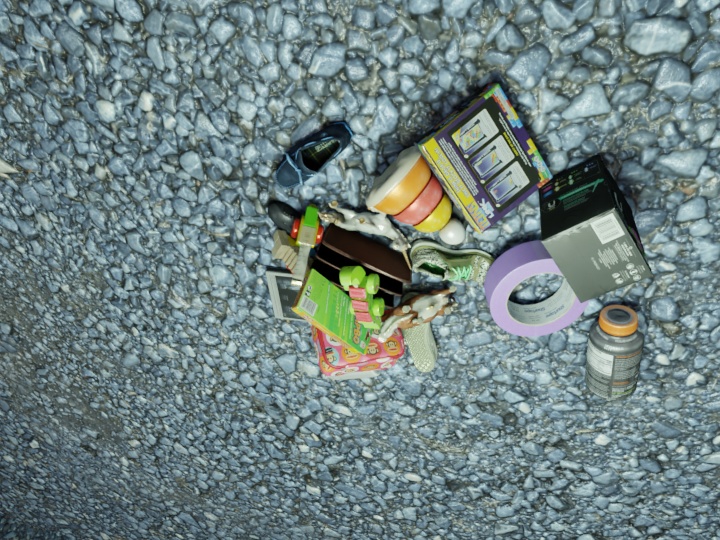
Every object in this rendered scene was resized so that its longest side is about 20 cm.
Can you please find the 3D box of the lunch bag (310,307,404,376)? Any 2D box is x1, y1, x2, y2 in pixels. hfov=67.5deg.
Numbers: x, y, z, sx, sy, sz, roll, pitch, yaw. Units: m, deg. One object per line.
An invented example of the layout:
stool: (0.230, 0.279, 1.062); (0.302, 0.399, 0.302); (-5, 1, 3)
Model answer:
lunch bag: (-0.010, 0.140, 1.225); (0.198, 0.177, 0.082); (-5, 151, -21)

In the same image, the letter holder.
letter holder: (0.000, 0.000, 1.129); (0.199, 0.142, 0.101); (25, 111, -5)

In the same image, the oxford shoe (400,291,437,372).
oxford shoe: (0.139, 0.141, 1.270); (0.075, 0.058, 0.202); (-6, 109, 29)

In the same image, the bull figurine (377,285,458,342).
bull figurine: (0.123, 0.090, 1.160); (0.066, 0.199, 0.121); (63, 164, 1)

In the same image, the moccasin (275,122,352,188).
moccasin: (-0.105, -0.224, 1.060); (0.080, 0.068, 0.200); (44, 126, -16)

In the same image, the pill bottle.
pill bottle: (0.533, 0.170, 1.132); (0.105, 0.107, 0.201); (1, 126, 17)

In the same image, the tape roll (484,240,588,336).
tape roll: (0.354, 0.039, 1.086); (0.198, 0.066, 0.201); (0, 128, 0)

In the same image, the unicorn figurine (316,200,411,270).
unicorn figurine: (0.018, -0.092, 1.103); (0.199, 0.137, 0.074); (30, 90, 30)

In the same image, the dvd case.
dvd case: (-0.125, 0.065, 1.312); (0.198, 0.025, 0.151); (6, 128, 14)

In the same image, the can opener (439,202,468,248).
can opener: (0.192, -0.139, 1.054); (0.067, 0.053, 0.201); (41, 135, 27)

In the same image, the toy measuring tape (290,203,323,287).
toy measuring tape: (-0.118, -0.049, 1.126); (0.073, 0.202, 0.074); (7, 154, 4)

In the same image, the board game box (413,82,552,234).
board game box: (0.217, -0.193, 0.946); (0.165, 0.057, 0.200); (-37, 111, 4)

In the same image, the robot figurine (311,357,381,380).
robot figurine: (-0.018, 0.209, 1.328); (0.198, 0.114, 0.170); (-9, 157, 22)

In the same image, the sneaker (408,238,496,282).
sneaker: (0.193, 0.000, 1.122); (0.198, 0.089, 0.077); (11, 128, 8)

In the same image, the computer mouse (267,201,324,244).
computer mouse: (-0.122, -0.082, 1.195); (0.199, 0.034, 0.059); (34, 127, -10)

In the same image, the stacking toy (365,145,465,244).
stacking toy: (0.121, -0.119, 1.011); (0.200, 0.146, 0.146); (42, 127, -11)

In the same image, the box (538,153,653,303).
box: (0.396, -0.076, 0.929); (0.124, 0.201, 0.149); (-27, 114, 30)

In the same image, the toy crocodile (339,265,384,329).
toy crocodile: (0.004, 0.059, 1.082); (0.067, 0.062, 0.201); (6, 141, 18)

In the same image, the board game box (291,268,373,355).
board game box: (-0.050, 0.091, 1.129); (0.200, 0.096, 0.030); (38, 144, -27)

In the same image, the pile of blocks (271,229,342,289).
pile of blocks: (-0.123, -0.010, 1.222); (0.200, 0.082, 0.062); (44, 128, 3)
